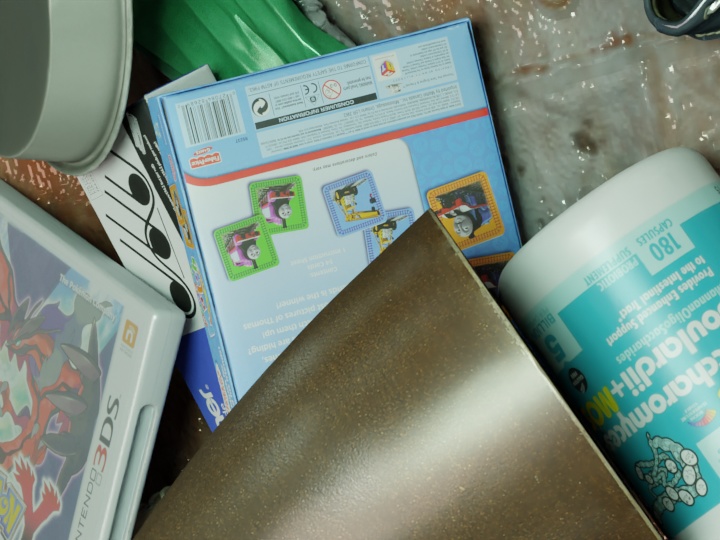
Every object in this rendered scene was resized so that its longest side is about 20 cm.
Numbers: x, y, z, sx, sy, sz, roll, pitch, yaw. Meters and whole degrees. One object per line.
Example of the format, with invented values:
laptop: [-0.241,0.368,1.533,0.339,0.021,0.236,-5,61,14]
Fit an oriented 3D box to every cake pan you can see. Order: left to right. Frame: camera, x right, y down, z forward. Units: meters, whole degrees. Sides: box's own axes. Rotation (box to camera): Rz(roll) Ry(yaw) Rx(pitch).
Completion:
cake pan: [-0.162,-0.141,1.320,0.200,0.037,0.201,32,127,56]

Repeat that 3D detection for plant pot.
plant pot: [0.003,0.107,1.187,0.200,0.187,0.187,-35,80,2]

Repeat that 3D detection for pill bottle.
pill bottle: [0.156,0.054,1.210,0.111,0.111,0.200,-41,79,31]

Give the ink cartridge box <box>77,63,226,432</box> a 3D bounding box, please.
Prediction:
ink cartridge box: [-0.062,0.009,1.340,0.094,0.044,0.200,-22,97,57]

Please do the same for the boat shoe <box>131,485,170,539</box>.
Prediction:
boat shoe: [-0.083,0.142,1.400,0.200,0.076,0.072,10,99,32]

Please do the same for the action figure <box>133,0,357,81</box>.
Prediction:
action figure: [-0.057,-0.115,1.337,0.200,0.055,0.118,44,118,14]

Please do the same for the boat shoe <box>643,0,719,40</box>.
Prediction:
boat shoe: [0.169,-0.191,1.175,0.075,0.062,0.200,35,116,25]

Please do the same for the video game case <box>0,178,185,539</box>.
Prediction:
video game case: [-0.165,0.069,1.408,0.200,0.023,0.183,33,113,50]

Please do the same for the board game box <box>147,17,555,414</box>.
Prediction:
board game box: [0.000,0.000,1.281,0.037,0.151,0.201,-179,75,-76]
